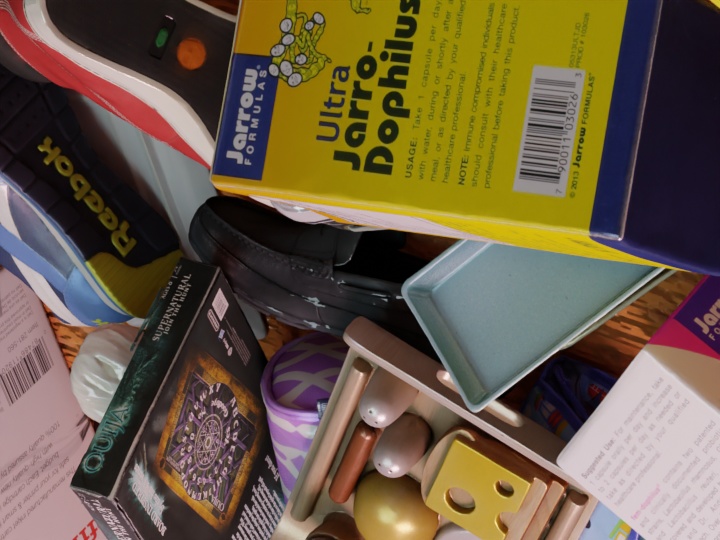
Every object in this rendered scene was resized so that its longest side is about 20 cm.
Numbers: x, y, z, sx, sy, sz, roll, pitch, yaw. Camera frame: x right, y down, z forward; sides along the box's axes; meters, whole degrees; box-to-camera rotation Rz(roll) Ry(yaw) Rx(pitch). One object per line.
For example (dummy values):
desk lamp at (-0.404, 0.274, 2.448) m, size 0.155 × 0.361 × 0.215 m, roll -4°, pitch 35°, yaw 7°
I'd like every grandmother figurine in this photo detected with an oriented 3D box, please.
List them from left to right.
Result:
grandmother figurine at (-0.124, 0.083, 1.444) m, size 0.060 × 0.122 × 0.200 m, roll 2°, pitch 158°, yaw 2°

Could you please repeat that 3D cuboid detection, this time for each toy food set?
toy food set at (0.028, 0.129, 1.315) m, size 0.143 × 0.060 × 0.201 m, roll 31°, pitch 135°, yaw 9°

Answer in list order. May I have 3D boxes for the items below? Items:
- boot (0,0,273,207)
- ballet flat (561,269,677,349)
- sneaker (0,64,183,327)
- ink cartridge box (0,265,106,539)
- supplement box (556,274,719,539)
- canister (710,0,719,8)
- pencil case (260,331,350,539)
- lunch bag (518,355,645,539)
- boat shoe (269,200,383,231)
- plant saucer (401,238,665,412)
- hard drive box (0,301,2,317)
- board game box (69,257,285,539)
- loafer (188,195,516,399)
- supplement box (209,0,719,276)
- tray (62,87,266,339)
boot at (-0.099, -0.094, 1.338) m, size 0.199 × 0.073 × 0.144 m, roll 33°, pitch 167°, yaw -22°
ballet flat at (0.130, -0.020, 1.209) m, size 0.069 × 0.069 × 0.200 m, roll 46°, pitch 140°, yaw 0°
sneaker at (-0.181, -0.049, 1.414) m, size 0.082 × 0.074 × 0.201 m, roll -22°, pitch 106°, yaw 50°
ink cartridge box at (-0.235, 0.108, 1.564) m, size 0.084 × 0.146 × 0.201 m, roll 4°, pitch 124°, yaw 38°
supplement box at (0.206, 0.099, 1.214) m, size 0.200 × 0.101 × 0.104 m, roll 39°, pitch 139°, yaw 8°
canister at (0.177, -0.201, 1.005) m, size 0.148 × 0.087 × 0.200 m, roll 42°, pitch 138°, yaw 4°
pencil case at (0.002, 0.123, 1.432) m, size 0.085 × 0.084 × 0.201 m, roll -11°, pitch 125°, yaw -2°
lunch bag at (0.137, 0.143, 1.339) m, size 0.200 × 0.094 × 0.151 m, roll 43°, pitch 141°, yaw 23°
boat shoe at (0.052, -0.066, 1.237) m, size 0.199 × 0.071 × 0.073 m, roll -12°, pitch 76°, yaw 25°
plant saucer at (0.109, -0.022, 1.165) m, size 0.200 × 0.019 × 0.070 m, roll -39°, pitch 68°, yaw 23°
hard drive box at (-0.284, -0.070, 1.469) m, size 0.155 × 0.077 × 0.201 m, roll 8°, pitch 109°, yaw 39°
board game box at (-0.083, 0.103, 1.388) m, size 0.028 × 0.136 × 0.200 m, roll 14°, pitch 153°, yaw 23°
loafer at (0.000, 0.000, 1.344) m, size 0.200 × 0.068 × 0.071 m, roll 26°, pitch 115°, yaw 28°
supplement box at (0.053, -0.069, 1.128) m, size 0.199 × 0.109 × 0.110 m, roll 8°, pitch 87°, yaw 31°
tray at (-0.124, -0.046, 1.440) m, size 0.107 × 0.022 × 0.201 m, roll 5°, pitch 125°, yaw 39°
